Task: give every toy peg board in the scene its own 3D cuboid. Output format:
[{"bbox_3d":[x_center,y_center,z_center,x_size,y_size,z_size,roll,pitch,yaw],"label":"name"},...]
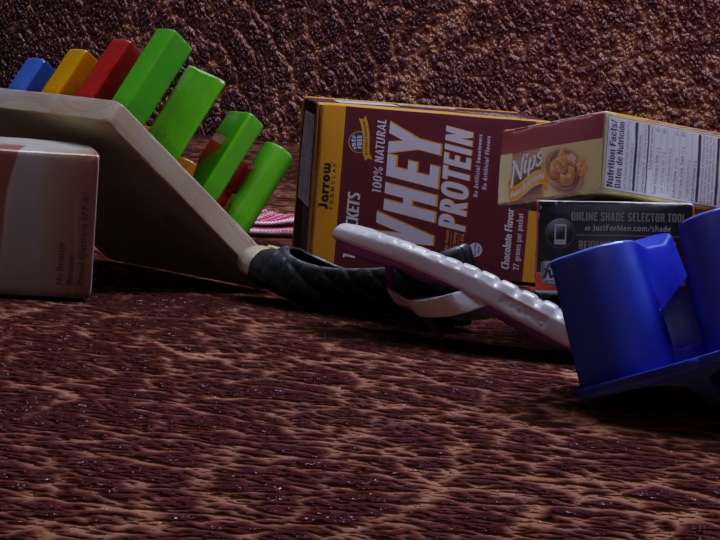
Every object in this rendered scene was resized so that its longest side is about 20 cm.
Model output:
[{"bbox_3d":[-0.161,-0.093,1.702,0.199,0.098,0.200,10,-29,46],"label":"toy peg board"}]

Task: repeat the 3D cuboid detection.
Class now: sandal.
[{"bbox_3d":[0.059,0.020,1.456,0.202,0.050,0.082,23,-1,30],"label":"sandal"}]

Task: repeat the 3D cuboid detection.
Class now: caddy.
[{"bbox_3d":[0.184,0.025,1.259,0.141,0.106,0.200,-18,-3,17],"label":"caddy"}]

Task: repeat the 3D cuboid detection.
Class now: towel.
[{"bbox_3d":[-0.152,-0.054,2.207,0.144,0.023,0.200,1,7,-22],"label":"towel"}]

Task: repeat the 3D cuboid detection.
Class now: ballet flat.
[{"bbox_3d":[0.000,0.000,1.585,0.199,0.057,0.066,8,6,35],"label":"ballet flat"}]

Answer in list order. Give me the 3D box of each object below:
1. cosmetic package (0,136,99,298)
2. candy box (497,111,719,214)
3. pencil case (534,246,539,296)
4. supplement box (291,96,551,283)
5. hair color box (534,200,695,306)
[{"bbox_3d":[-0.280,-0.040,1.554,0.199,0.104,0.087,2,8,-12],"label":"cosmetic package"},{"bbox_3d":[0.204,-0.059,1.530,0.199,0.056,0.115,7,-7,-30],"label":"candy box"},{"bbox_3d":[0.226,-0.002,1.676,0.199,0.088,0.087,6,6,9],"label":"pencil case"},{"bbox_3d":[0.049,-0.071,1.951,0.196,0.134,0.200,4,6,-5],"label":"supplement box"},{"bbox_3d":[0.173,-0.003,1.521,0.101,0.062,0.200,1,-7,11],"label":"hair color box"}]
